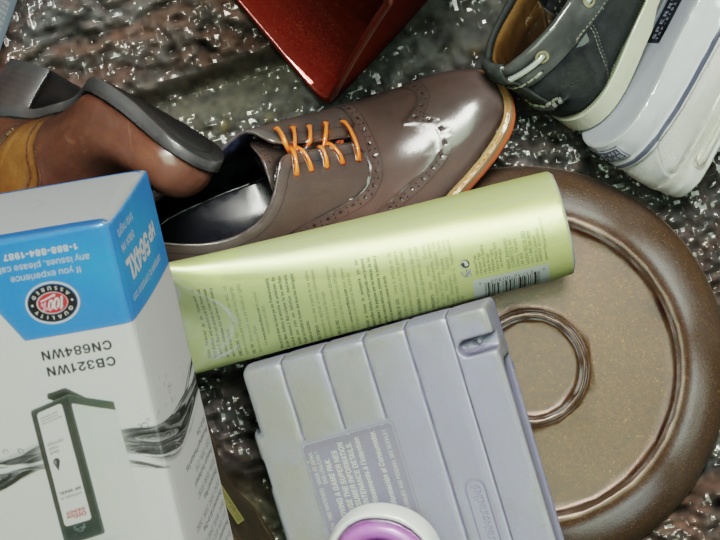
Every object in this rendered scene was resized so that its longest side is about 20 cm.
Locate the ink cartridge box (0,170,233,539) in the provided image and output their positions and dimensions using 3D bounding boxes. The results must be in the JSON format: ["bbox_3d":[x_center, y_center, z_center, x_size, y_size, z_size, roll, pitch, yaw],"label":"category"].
[{"bbox_3d":[-0.147,0.071,1.207,0.145,0.084,0.201,-10,107,9],"label":"ink cartridge box"}]

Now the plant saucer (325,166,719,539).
[{"bbox_3d":[0.082,0.048,1.346,0.199,0.032,0.201,0,87,-1],"label":"plant saucer"}]

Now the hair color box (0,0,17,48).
[{"bbox_3d":[-0.236,-0.089,1.316,0.099,0.061,0.201,16,84,23],"label":"hair color box"}]

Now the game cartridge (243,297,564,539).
[{"bbox_3d":[0.030,0.124,1.314,0.129,0.038,0.201,-15,96,17],"label":"game cartridge"}]

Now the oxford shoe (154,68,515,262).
[{"bbox_3d":[-0.017,-0.044,1.320,0.200,0.073,0.071,-30,64,-3],"label":"oxford shoe"}]

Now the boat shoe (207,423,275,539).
[{"bbox_3d":[-0.108,0.100,1.322,0.076,0.072,0.200,-32,81,16],"label":"boat shoe"}]

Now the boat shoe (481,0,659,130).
[{"bbox_3d":[0.119,-0.171,1.331,0.067,0.072,0.201,24,85,-26],"label":"boat shoe"}]

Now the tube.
[{"bbox_3d":[0.000,0.000,1.304,0.199,0.052,0.058,-15,94,-3],"label":"tube"}]

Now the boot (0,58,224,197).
[{"bbox_3d":[-0.157,0.007,1.278,0.068,0.188,0.201,29,83,-43],"label":"boot"}]

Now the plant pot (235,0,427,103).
[{"bbox_3d":[-0.001,-0.228,1.290,0.176,0.200,0.200,-40,88,-14],"label":"plant pot"}]

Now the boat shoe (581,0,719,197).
[{"bbox_3d":[0.187,-0.127,1.347,0.070,0.071,0.200,34,82,-26],"label":"boat shoe"}]

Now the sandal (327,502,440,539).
[{"bbox_3d":[-0.008,0.209,1.294,0.082,0.050,0.203,7,102,11],"label":"sandal"}]
